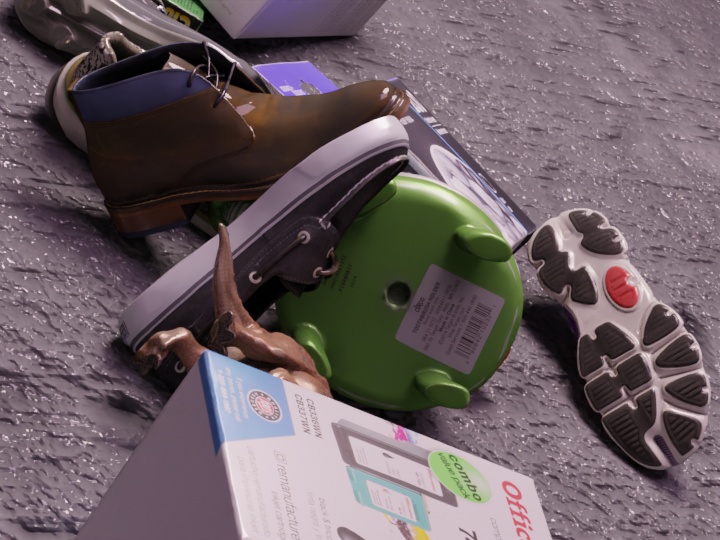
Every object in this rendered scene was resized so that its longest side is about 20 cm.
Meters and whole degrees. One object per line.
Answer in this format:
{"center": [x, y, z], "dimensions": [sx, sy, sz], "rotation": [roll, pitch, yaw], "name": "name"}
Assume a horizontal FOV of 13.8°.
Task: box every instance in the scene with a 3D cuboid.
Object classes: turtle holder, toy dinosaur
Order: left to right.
{"center": [-0.038, 0.077, 1.618], "dimensions": [0.135, 0.086, 0.201], "rotation": [8, 50, -46], "name": "toy dinosaur"}
{"center": [0.004, 0.011, 1.783], "dimensions": [0.184, 0.142, 0.132], "rotation": [-4, 6, 1], "name": "turtle holder"}

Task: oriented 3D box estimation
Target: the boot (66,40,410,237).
{"center": [-0.076, -0.093, 1.738], "dimensions": [0.075, 0.199, 0.097], "rotation": [-76, 143, -62], "name": "boot"}

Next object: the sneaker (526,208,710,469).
{"center": [0.182, 0.048, 1.976], "dimensions": [0.083, 0.080, 0.201], "rotation": [52, 14, -55], "name": "sneaker"}

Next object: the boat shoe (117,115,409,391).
{"center": [-0.045, -0.008, 1.681], "dimensions": [0.057, 0.200, 0.069], "rotation": [52, 2, 12], "name": "boat shoe"}

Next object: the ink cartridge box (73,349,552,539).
{"center": [-0.018, 0.165, 1.446], "dimensions": [0.199, 0.146, 0.147], "rotation": [22, 28, -25], "name": "ink cartridge box"}

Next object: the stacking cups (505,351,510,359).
{"center": [0.018, -0.010, 1.893], "dimensions": [0.200, 0.061, 0.060], "rotation": [43, 27, 14], "name": "stacking cups"}

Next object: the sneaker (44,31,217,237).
{"center": [-0.095, -0.082, 1.824], "dimensions": [0.199, 0.089, 0.077], "rotation": [27, 60, -7], "name": "sneaker"}

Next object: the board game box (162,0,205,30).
{"center": [-0.152, -0.235, 2.116], "dimensions": [0.104, 0.024, 0.200], "rotation": [31, 25, -13], "name": "board game box"}

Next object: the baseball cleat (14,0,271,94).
{"center": [-0.128, -0.149, 1.943], "dimensions": [0.199, 0.070, 0.107], "rotation": [34, 26, -3], "name": "baseball cleat"}

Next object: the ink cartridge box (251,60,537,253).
{"center": [0.027, -0.079, 1.956], "dimensions": [0.200, 0.043, 0.198], "rotation": [45, 10, 3], "name": "ink cartridge box"}

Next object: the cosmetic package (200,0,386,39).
{"center": [-0.052, -0.231, 2.124], "dimensions": [0.108, 0.085, 0.200], "rotation": [51, 23, 14], "name": "cosmetic package"}
